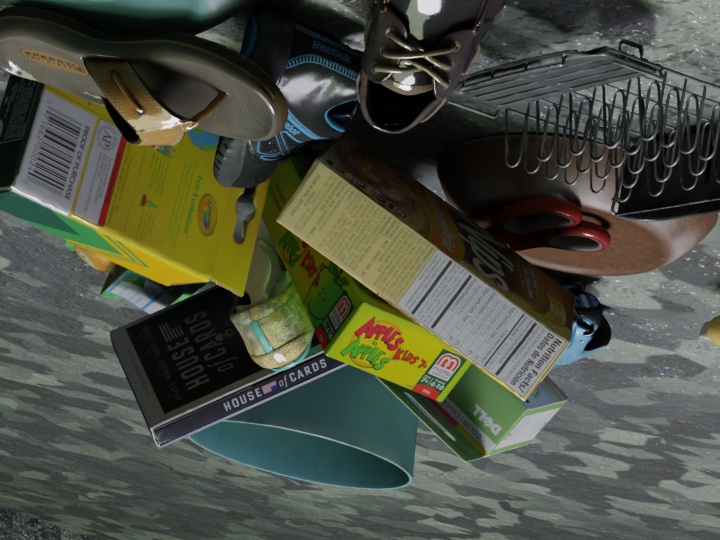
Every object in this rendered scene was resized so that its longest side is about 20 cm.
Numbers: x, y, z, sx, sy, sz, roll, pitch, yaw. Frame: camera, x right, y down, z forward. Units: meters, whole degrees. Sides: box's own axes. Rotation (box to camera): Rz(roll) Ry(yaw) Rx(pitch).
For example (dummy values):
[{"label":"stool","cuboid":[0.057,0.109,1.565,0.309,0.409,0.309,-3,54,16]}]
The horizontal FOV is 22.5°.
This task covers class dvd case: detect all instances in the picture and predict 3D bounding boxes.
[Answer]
[{"label":"dvd case","cuboid":[-0.079,0.048,1.353,0.150,0.199,0.025,-127,16,-58]}]

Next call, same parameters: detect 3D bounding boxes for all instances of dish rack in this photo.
[{"label":"dish rack","cuboid":[0.156,-0.081,1.063,0.199,0.055,0.153,14,165,-37]}]

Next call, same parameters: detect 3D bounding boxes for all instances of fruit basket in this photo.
[{"label":"fruit basket","cuboid":[-0.210,-0.040,1.418,0.199,0.094,0.185,22,161,-16]}]

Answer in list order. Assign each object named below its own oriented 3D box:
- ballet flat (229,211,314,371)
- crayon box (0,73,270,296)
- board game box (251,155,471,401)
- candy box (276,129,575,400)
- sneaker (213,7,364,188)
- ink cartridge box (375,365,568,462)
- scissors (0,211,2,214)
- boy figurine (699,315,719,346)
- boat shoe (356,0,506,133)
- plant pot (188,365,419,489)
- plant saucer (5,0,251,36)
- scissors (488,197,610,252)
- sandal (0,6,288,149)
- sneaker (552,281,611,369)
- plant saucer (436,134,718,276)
[{"label":"ballet flat","cuboid":[-0.064,-0.007,1.334,0.070,0.200,0.071,0,124,0]},{"label":"crayon box","cuboid":[-0.151,-0.071,1.218,0.200,0.128,0.051,28,157,-38]},{"label":"board game box","cuboid":[0.000,0.000,1.262,0.101,0.048,0.200,24,-158,-32]},{"label":"candy box","cuboid":[0.047,-0.007,1.198,0.200,0.055,0.115,35,-163,-1]},{"label":"sneaker","cuboid":[-0.046,-0.095,1.158,0.081,0.074,0.200,14,163,-5]},{"label":"ink cartridge box","cuboid":[0.096,0.095,1.493,0.104,0.059,0.200,45,-167,15]},{"label":"scissors","cuboid":[-0.239,-0.076,1.313,0.199,0.014,0.073,-18,124,31]},{"label":"boy figurine","cuboid":[0.320,0.051,1.371,0.124,0.065,0.200,10,161,10]},{"label":"boat shoe","cuboid":[0.039,-0.129,0.994,0.074,0.074,0.200,13,163,-1]},{"label":"plant pot","cuboid":[-0.037,0.084,1.558,0.199,0.162,0.201,12,162,4]},{"label":"plant saucer","cuboid":[-0.154,-0.179,1.041,0.199,0.036,0.200,12,162,4]},{"label":"scissors","cuboid":[0.092,-0.023,1.272,0.073,0.014,0.200,24,161,-34]},{"label":"sandal","cuboid":[-0.138,-0.106,1.074,0.199,0.055,0.082,16,153,11]},{"label":"sneaker","cuboid":[0.144,0.025,1.434,0.089,0.079,0.200,-12,160,22]},{"label":"plant saucer","cuboid":[0.148,-0.038,1.266,0.199,0.037,0.201,11,162,4]}]
